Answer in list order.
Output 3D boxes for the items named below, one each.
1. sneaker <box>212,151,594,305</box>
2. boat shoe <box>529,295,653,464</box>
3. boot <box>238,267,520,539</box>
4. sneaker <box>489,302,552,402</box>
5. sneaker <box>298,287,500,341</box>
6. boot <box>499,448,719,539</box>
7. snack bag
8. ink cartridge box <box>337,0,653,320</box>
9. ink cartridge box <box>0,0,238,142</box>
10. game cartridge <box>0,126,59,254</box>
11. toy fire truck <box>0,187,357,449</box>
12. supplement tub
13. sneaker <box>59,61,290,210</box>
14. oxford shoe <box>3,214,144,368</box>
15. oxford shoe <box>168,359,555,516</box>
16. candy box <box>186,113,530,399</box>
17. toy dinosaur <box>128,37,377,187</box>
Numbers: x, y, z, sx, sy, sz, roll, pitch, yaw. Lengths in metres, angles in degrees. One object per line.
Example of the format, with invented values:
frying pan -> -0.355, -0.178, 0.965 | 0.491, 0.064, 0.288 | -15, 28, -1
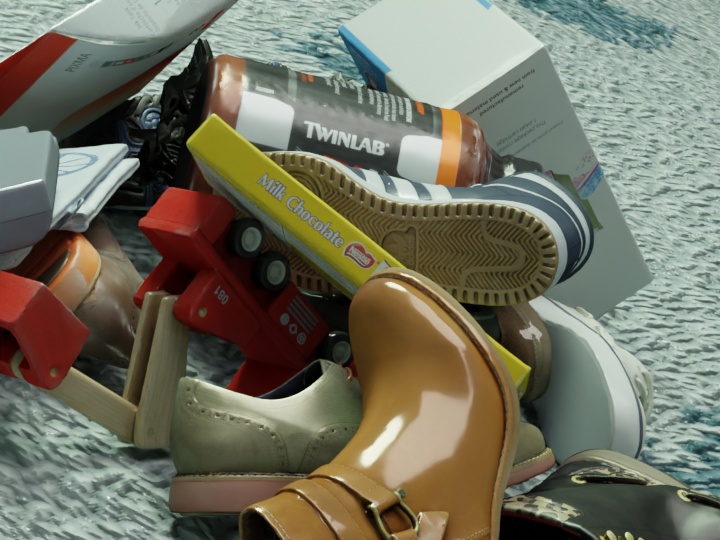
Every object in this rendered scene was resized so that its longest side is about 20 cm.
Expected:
sneaker -> 0.028, -0.025, 1.537 | 0.200, 0.070, 0.108 | 12, 13, 22
boat shoe -> 0.135, 0.065, 1.648 | 0.070, 0.071, 0.200 | 10, 13, -18
boot -> 0.000, 0.098, 1.295 | 0.155, 0.200, 0.077 | -8, -13, -41
sneaker -> 0.029, 0.030, 1.670 | 0.075, 0.071, 0.200 | -14, 28, -31
sneaker -> -0.005, 0.047, 1.557 | 0.075, 0.079, 0.200 | -1, 8, -36
boot -> 0.150, 0.148, 1.403 | 0.200, 0.073, 0.150 | 24, 17, 28
snack bag -> -0.229, -0.025, 1.499 | 0.188, 0.021, 0.200 | -3, 18, 13
ink cartridge box -> 0.084, -0.070, 1.775 | 0.085, 0.200, 0.145 | -33, 37, -8
ink cartridge box -> -0.172, -0.104, 1.641 | 0.200, 0.162, 0.050 | -40, 93, -35
game cartridge -> -0.250, -0.028, 1.426 | 0.200, 0.041, 0.133 | -8, 14, -1
toy fire truck -> -0.094, 0.038, 1.435 | 0.049, 0.141, 0.200 | 13, -31, 47
supplement tub -> 0.000, -0.049, 1.610 | 0.200, 0.107, 0.107 | 13, 19, -9
sneaker -> -0.118, -0.072, 1.809 | 0.200, 0.077, 0.076 | -17, 82, -42
oxford shoe -> -0.156, 0.005, 1.560 | 0.073, 0.071, 0.200 | 42, 8, -20
oxford shoe -> 0.003, 0.079, 1.392 | 0.200, 0.074, 0.071 | -1, -5, -26
candy box -> 0.000, 0.000, 1.429 | 0.200, 0.026, 0.102 | 39, -7, 6
toy dinosaur -> -0.063, -0.059, 1.692 | 0.136, 0.102, 0.200 | 36, 33, 5
